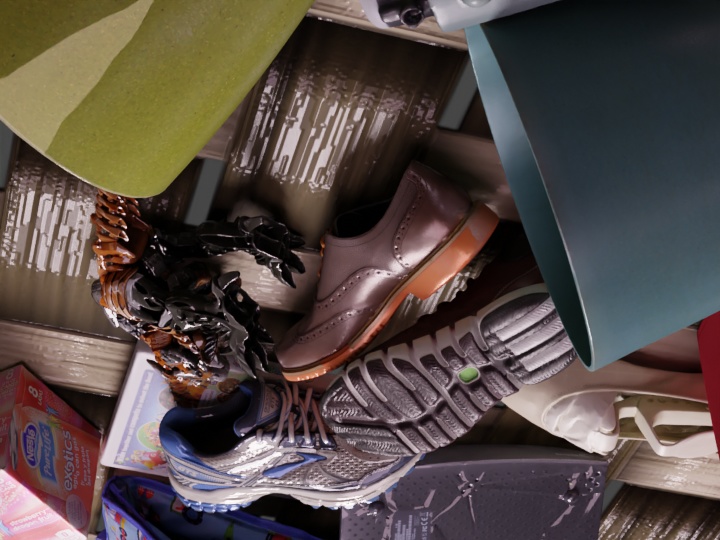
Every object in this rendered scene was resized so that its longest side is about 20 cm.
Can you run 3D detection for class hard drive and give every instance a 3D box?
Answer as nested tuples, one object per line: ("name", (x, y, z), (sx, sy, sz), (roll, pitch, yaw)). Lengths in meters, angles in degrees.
("hard drive", (0.079, 0.191, 1.147), (0.199, 0.042, 0.136), (-2, 116, -9))

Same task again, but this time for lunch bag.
("lunch bag", (-0.121, 0.241, 1.187), (0.199, 0.094, 0.151), (24, 141, 24))

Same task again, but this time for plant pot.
("plant pot", (0.160, -0.068, 0.793), (0.160, 0.201, 0.201), (-19, 136, 2))
("plant pot", (-0.081, -0.168, 0.709), (0.200, 0.188, 0.187), (-37, 127, 18))

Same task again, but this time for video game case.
("video game case", (-0.079, 0.115, 1.121), (0.199, 0.018, 0.144), (12, 137, -13))

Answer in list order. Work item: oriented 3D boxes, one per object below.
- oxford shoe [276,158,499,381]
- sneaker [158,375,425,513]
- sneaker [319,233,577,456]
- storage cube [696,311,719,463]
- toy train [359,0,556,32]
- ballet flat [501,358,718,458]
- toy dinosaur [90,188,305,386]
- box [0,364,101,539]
("oxford shoe", (0.000, 0.000, 0.972), (0.073, 0.071, 0.200), (43, 126, -8))
("sneaker", (-0.049, 0.115, 1.053), (0.199, 0.077, 0.085), (-12, 133, 12))
("sneaker", (0.069, 0.042, 0.972), (0.199, 0.116, 0.076), (-26, 111, 34))
("storage cube", (0.327, 0.067, 0.946), (0.170, 0.180, 0.201), (7, 137, -8))
("toy train", (0.086, -0.174, 0.728), (0.199, 0.114, 0.085), (-13, 136, 14))
("ballet flat", (0.190, 0.099, 1.067), (0.199, 0.070, 0.070), (4, 138, -3))
("toy dinosaur", (-0.118, 0.012, 0.959), (0.135, 0.103, 0.200), (3, 163, 21))
("box", (-0.300, 0.158, 1.112), (0.199, 0.095, 0.103), (-21, 134, 22))
